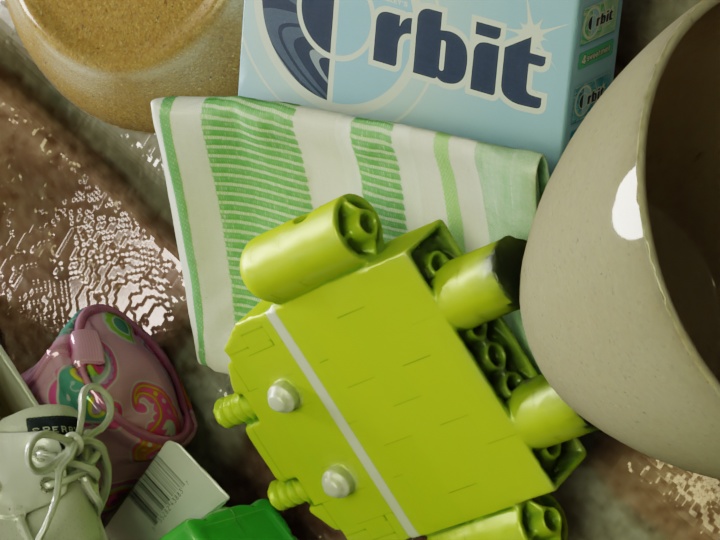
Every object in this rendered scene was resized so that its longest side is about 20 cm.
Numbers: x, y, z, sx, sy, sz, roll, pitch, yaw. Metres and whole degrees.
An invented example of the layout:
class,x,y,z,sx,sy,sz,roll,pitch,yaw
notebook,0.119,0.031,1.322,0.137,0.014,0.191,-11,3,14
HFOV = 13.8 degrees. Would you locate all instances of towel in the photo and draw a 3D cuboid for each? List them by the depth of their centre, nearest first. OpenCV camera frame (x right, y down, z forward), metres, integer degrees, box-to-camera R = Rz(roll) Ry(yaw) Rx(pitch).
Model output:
class,x,y,z,sx,sy,sz,roll,pitch,yaw
towel,0.000,0.000,1.306,0.199,0.023,0.153,14,127,32

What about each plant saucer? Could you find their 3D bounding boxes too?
class,x,y,z,sx,sy,sz,roll,pitch,yaw
plant saucer,-0.102,-0.166,1.400,0.199,0.035,0.202,0,90,31

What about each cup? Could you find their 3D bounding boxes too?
class,x,y,z,sx,sy,sz,roll,pitch,yaw
cup,0.144,0.000,1.180,0.143,0.199,0.202,-24,78,52

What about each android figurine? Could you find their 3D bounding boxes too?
class,x,y,z,sx,sy,sz,roll,pitch,yaw
android figurine,0.016,0.054,1.290,0.199,0.041,0.183,-21,105,43

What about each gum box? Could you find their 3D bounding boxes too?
class,x,y,z,sx,sy,sz,roll,pitch,yaw
gum box,0.029,-0.108,1.286,0.169,0.044,0.201,19,117,30

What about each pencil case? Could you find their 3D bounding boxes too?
class,x,y,z,sx,sy,sz,roll,pitch,yaw
pencil case,-0.170,0.103,1.417,0.200,0.087,0.088,-38,72,25

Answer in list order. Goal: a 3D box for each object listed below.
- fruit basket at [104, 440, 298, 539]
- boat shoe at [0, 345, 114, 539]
class,x,y,z,sx,sy,sz,roll,pitch,yaw
fruit basket,-0.075,0.207,1.375,0.185,0.093,0.200,50,129,21
boat shoe,-0.144,0.085,1.320,0.086,0.074,0.202,-48,58,19
